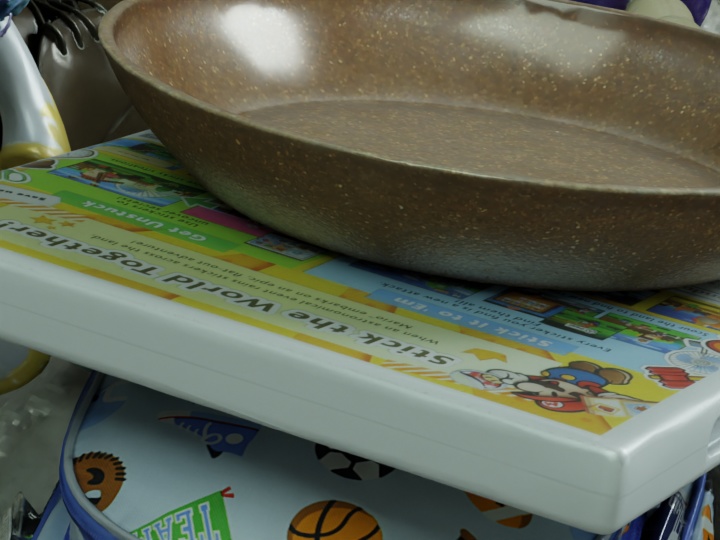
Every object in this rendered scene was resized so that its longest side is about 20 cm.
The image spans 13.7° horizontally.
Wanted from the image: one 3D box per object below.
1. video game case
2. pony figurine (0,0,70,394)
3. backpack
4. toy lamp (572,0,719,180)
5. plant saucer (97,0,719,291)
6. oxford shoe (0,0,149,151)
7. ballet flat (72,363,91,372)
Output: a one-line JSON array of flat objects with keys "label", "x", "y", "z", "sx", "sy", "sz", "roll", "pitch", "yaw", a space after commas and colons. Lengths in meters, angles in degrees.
[{"label": "video game case", "x": 0.010, "y": 0.003, "z": 0.719, "sx": 0.200, "sy": 0.023, "sz": 0.182, "roll": 17, "pitch": 19, "yaw": 26}, {"label": "pony figurine", "x": -0.152, "y": -0.048, "z": 0.760, "sx": 0.166, "sy": 0.200, "sz": 0.193, "roll": -12, "pitch": 25, "yaw": 26}, {"label": "backpack", "x": -0.005, "y": 0.099, "z": 0.726, "sx": 0.200, "sy": 0.154, "sz": 0.191, "roll": 5, "pitch": 39, "yaw": 12}, {"label": "toy lamp", "x": 0.106, "y": -0.041, "z": 0.859, "sx": 0.058, "sy": 0.058, "sz": 0.200, "roll": -14, "pitch": 33, "yaw": -3}, {"label": "plant saucer", "x": 0.033, "y": -0.034, "z": 0.748, "sx": 0.200, "sy": 0.037, "sz": 0.200, "roll": 8, "pitch": 17, "yaw": -2}, {"label": "oxford shoe", "x": -0.087, "y": -0.062, "z": 0.923, "sx": 0.073, "sy": 0.084, "sz": 0.200, "roll": 22, "pitch": 57, "yaw": 25}, {"label": "ballet flat", "x": 0.000, "y": 0.000, "z": 0.883, "sx": 0.200, "sy": 0.074, "sz": 0.074, "roll": 3, "pitch": 53, "yaw": 8}]
